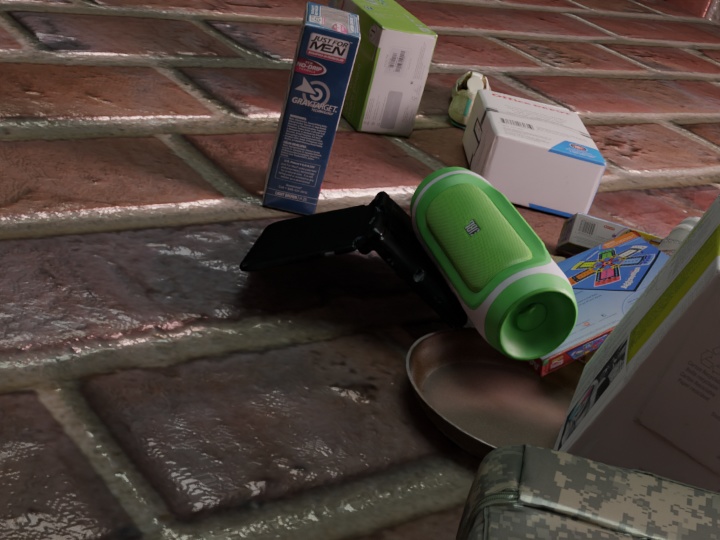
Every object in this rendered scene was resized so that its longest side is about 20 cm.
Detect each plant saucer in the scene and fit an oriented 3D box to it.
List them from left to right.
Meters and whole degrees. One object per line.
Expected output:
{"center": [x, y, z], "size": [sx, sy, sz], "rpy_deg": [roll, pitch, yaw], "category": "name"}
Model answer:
{"center": [0.130, 0.110, 0.927], "size": [0.199, 0.032, 0.200], "rpy_deg": [13, 26, -6], "category": "plant saucer"}

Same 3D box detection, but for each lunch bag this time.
{"center": [0.132, 0.202, 0.604], "size": [0.199, 0.140, 0.168], "rpy_deg": [16, 24, 3], "category": "lunch bag"}

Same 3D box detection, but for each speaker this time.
{"center": [0.111, -0.011, 0.985], "size": [0.088, 0.089, 0.200], "rpy_deg": [4, 32, -24], "category": "speaker"}

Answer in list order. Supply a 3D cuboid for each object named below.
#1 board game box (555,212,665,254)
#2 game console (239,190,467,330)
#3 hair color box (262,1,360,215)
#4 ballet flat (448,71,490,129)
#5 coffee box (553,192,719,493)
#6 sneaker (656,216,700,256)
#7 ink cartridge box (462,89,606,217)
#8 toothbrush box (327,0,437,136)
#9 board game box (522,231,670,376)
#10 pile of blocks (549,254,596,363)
{"center": [0.318, -0.013, 1.229], "size": [0.199, 0.034, 0.134], "rpy_deg": [18, 0, 5], "category": "board game box"}
{"center": [0.000, 0.000, 1.059], "size": [0.176, 0.116, 0.200], "rpy_deg": [45, 12, -8], "category": "game console"}
{"center": [-0.052, -0.171, 1.204], "size": [0.060, 0.201, 0.100], "rpy_deg": [12, 25, -8], "category": "hair color box"}
{"center": [0.171, -0.265, 1.699], "size": [0.067, 0.063, 0.200], "rpy_deg": [16, 24, 0], "category": "ballet flat"}
{"center": [0.280, 0.092, 0.805], "size": [0.199, 0.200, 0.198], "rpy_deg": [34, 27, 5], "category": "coffee box"}
{"center": [0.355, 0.033, 1.085], "size": [0.082, 0.075, 0.200], "rpy_deg": [-29, 48, -21], "category": "sneaker"}
{"center": [0.219, -0.154, 1.468], "size": [0.145, 0.085, 0.200], "rpy_deg": [13, 24, -6], "category": "ink cartridge box"}
{"center": [0.014, -0.291, 1.563], "size": [0.086, 0.146, 0.200], "rpy_deg": [3, 28, -24], "category": "toothbrush box"}
{"center": [0.205, 0.026, 1.021], "size": [0.199, 0.020, 0.103], "rpy_deg": [-21, 41, -26], "category": "board game box"}
{"center": [0.228, 0.060, 1.045], "size": [0.082, 0.062, 0.200], "rpy_deg": [-14, 39, -19], "category": "pile of blocks"}
